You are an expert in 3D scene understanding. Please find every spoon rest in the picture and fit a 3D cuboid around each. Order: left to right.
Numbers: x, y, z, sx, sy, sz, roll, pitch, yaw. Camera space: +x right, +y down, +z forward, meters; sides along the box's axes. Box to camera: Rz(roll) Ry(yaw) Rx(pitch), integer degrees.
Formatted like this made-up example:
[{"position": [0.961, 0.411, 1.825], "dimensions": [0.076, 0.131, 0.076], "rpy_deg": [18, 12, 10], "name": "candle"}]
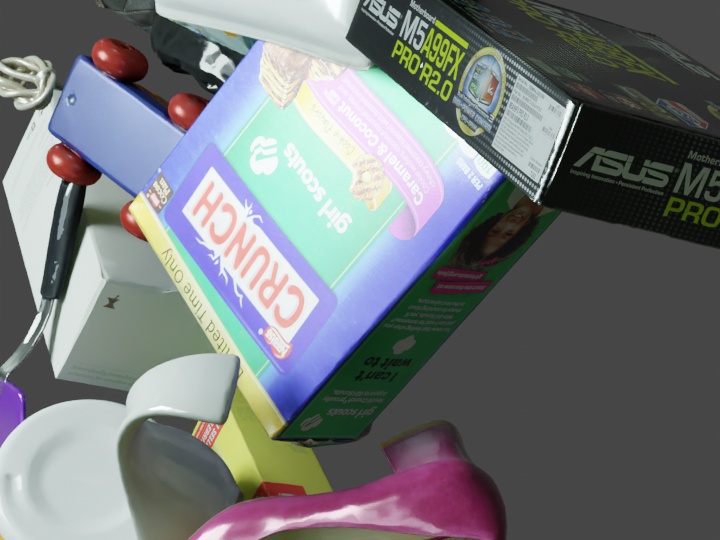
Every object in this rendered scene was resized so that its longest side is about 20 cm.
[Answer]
[{"position": [-0.094, 0.110, 1.148], "dimensions": [0.200, 0.060, 0.100], "rpy_deg": [96, -174, -53], "name": "spoon rest"}]

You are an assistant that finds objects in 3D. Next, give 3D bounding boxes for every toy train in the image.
[{"position": [-0.129, -0.090, 1.303], "dimensions": [0.200, 0.116, 0.085], "rpy_deg": [36, 107, 33], "name": "toy train"}]

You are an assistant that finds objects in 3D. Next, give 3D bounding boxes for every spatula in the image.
[{"position": [-0.195, 0.030, 1.312], "dimensions": [0.056, 0.021, 0.201], "rpy_deg": [19, 92, 47], "name": "spatula"}]

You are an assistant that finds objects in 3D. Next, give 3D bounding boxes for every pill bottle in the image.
[{"position": [-0.158, 0.172, 1.300], "dimensions": [0.200, 0.112, 0.112], "rpy_deg": [97, 167, -54], "name": "pill bottle"}]

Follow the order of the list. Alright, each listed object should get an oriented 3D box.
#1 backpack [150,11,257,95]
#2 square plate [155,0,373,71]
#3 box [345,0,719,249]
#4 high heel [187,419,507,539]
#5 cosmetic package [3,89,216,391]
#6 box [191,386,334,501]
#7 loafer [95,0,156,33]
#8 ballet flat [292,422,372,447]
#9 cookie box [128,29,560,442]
[{"position": [-0.047, -0.197, 1.256], "dimensions": [0.167, 0.126, 0.201], "rpy_deg": [28, 112, 43], "name": "backpack"}, {"position": [-0.031, -0.213, 1.107], "dimensions": [0.198, 0.028, 0.201], "rpy_deg": [21, 95, 50], "name": "square plate"}, {"position": [0.103, -0.068, 0.934], "dimensions": [0.200, 0.160, 0.044], "rpy_deg": [48, 121, 57], "name": "box"}, {"position": [-0.021, 0.153, 1.088], "dimensions": [0.200, 0.067, 0.096], "rpy_deg": [-27, 32, 1], "name": "high heel"}, {"position": [-0.148, -0.018, 1.383], "dimensions": [0.085, 0.107, 0.200], "rpy_deg": [-59, 33, 29], "name": "cosmetic package"}, {"position": [-0.046, 0.151, 1.222], "dimensions": [0.075, 0.050, 0.200], "rpy_deg": [-63, 31, 25], "name": "box"}, {"position": [-0.108, -0.220, 1.388], "dimensions": [0.200, 0.072, 0.073], "rpy_deg": [-48, 39, 40], "name": "loafer"}, {"position": [0.000, 0.000, 1.204], "dimensions": [0.067, 0.068, 0.201], "rpy_deg": [10, 93, 42], "name": "ballet flat"}, {"position": [-0.006, -0.039, 1.122], "dimensions": [0.200, 0.075, 0.171], "rpy_deg": [-50, 57, 24], "name": "cookie box"}]
